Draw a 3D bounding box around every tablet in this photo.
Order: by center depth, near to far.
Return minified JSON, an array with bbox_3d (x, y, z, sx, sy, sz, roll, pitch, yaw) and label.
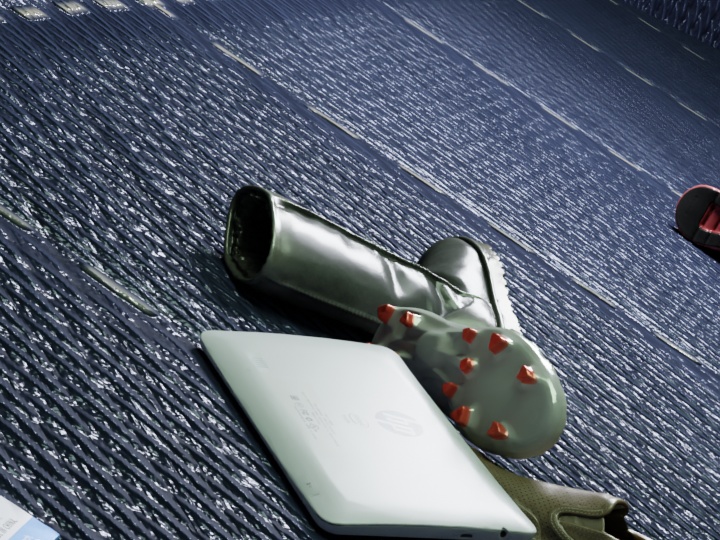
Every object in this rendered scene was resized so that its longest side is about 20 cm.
[{"bbox_3d":[0.001,0.087,1.292,0.130,0.014,0.200,6,26,-28],"label":"tablet"}]

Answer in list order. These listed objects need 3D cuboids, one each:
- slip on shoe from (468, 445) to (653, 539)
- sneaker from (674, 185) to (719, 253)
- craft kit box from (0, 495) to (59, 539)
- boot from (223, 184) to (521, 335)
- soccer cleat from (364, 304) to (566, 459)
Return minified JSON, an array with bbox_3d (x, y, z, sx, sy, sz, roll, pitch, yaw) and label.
[{"bbox_3d":[0.123,0.146,1.305,0.200,0.061,0.076,38,16,24],"label":"slip on shoe"},{"bbox_3d":[0.423,-0.024,2.455,0.200,0.074,0.087,38,15,26],"label":"sneaker"},{"bbox_3d":[-0.225,0.086,0.840,0.197,0.049,0.200,35,14,3],"label":"craft kit box"},{"bbox_3d":[0.001,-0.002,1.566,0.200,0.073,0.182,19,16,-19],"label":"boot"},{"bbox_3d":[0.074,0.067,1.406,0.078,0.069,0.200,29,-2,-31],"label":"soccer cleat"}]
